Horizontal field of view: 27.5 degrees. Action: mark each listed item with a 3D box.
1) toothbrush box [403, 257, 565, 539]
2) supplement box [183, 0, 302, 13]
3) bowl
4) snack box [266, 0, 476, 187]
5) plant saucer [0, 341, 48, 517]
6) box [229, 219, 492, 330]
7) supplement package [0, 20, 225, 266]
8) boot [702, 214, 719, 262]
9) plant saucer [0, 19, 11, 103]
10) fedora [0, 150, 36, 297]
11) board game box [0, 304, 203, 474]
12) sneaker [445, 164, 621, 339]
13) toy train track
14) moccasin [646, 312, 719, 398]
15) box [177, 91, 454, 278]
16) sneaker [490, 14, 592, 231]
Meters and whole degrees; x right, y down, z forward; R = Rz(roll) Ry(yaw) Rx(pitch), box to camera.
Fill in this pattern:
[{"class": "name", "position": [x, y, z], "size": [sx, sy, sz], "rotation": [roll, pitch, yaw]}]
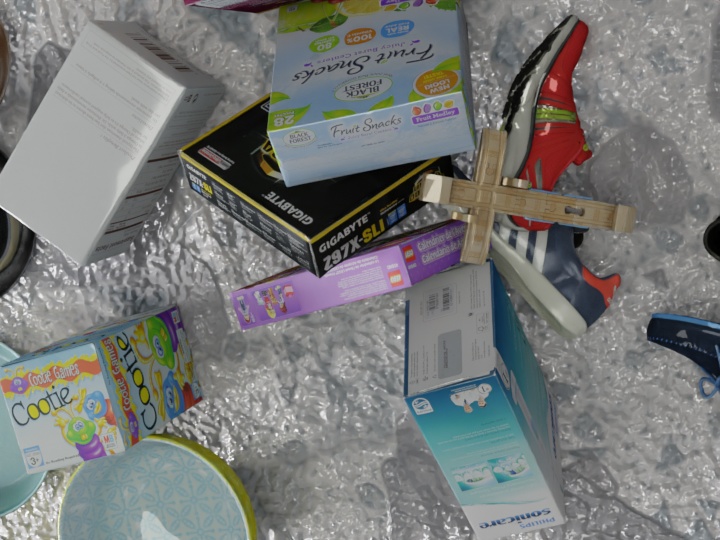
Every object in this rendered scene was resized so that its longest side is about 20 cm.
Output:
[{"class": "toothbrush box", "position": [0.110, 0.115, 1.290], "size": [0.085, 0.147, 0.200], "rotation": [-16, 129, 16]}, {"class": "supplement box", "position": [-0.092, -0.302, 1.294], "size": [0.103, 0.200, 0.131], "rotation": [-13, 94, 15]}, {"class": "bowl", "position": [-0.184, 0.247, 1.445], "size": [0.199, 0.108, 0.201], "rotation": [2, 99, 14]}, {"class": "snack box", "position": [0.011, -0.171, 1.281], "size": [0.168, 0.200, 0.068], "rotation": [-11, 131, 9]}, {"class": "plant saucer", "position": [-0.400, 0.158, 1.524], "size": [0.199, 0.036, 0.201], "rotation": [2, 98, 14]}, {"class": "box", "position": [0.000, 0.000, 1.314], "size": [0.200, 0.137, 0.039], "rotation": [-15, 95, 38]}, {"class": "supplement package", "position": [-0.239, -0.122, 1.400], "size": [0.117, 0.117, 0.200], "rotation": [35, 104, 6]}, {"class": "boot", "position": [0.381, 0.015, 1.256], "size": [0.200, 0.131, 0.068], "rotation": [29, 104, 9]}, {"class": "plant saucer", "position": [-0.433, -0.185, 1.449], "size": [0.199, 0.032, 0.201], "rotation": [-4, 68, 10]}, {"class": "fedora", "position": [-0.428, -0.051, 1.470], "size": [0.200, 0.092, 0.201], "rotation": [2, 99, 14]}, {"class": "board game box", "position": [-0.240, 0.108, 1.391], "size": [0.105, 0.200, 0.103], "rotation": [-15, 94, 16]}, {"class": "sneaker", "position": [0.156, -0.034, 1.345], "size": [0.084, 0.075, 0.200], "rotation": [-41, 80, -6]}, {"class": "toy train track", "position": [0.148, -0.056, 1.254], "size": [0.199, 0.033, 0.115], "rotation": [8, 95, -19]}, {"class": "moccasin", "position": [0.347, 0.091, 1.300], "size": [0.199, 0.080, 0.068], "rotation": [18, 90, 12]}, {"class": "box", "position": [-0.040, -0.092, 1.298], "size": [0.200, 0.159, 0.049], "rotation": [35, 148, 41]}, {"class": "sneaker", "position": [0.170, -0.128, 1.312], "size": [0.085, 0.077, 0.201], "rotation": [21, 83, -8]}]
